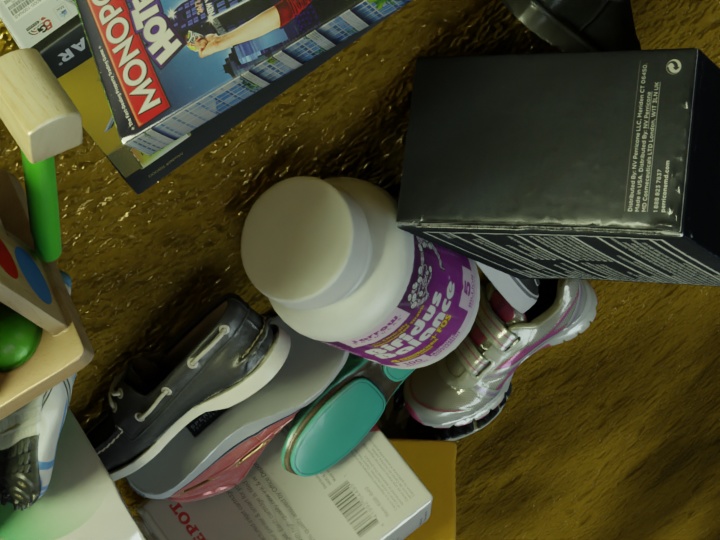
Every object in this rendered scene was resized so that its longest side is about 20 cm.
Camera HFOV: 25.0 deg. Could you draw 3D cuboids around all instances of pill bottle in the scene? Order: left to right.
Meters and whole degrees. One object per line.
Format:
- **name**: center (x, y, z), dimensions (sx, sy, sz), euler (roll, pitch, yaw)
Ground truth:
- **pill bottle**: center (0.000, 0.000, 1.117), dimensions (0.112, 0.113, 0.200), euler (-42, 155, 12)

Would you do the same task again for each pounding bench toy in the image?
- **pounding bench toy**: center (-0.198, -0.010, 0.804), dimensions (0.199, 0.125, 0.156), euler (-31, 156, 6)

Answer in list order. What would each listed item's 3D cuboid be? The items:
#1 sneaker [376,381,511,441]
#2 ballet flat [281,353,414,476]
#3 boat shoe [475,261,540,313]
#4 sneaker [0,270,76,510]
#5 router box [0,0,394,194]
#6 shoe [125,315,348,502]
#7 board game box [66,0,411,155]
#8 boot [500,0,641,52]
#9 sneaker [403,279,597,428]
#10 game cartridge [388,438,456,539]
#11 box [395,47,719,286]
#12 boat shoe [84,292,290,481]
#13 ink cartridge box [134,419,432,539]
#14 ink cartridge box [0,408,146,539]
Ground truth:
- **sneaker**: center (0.045, 0.140, 1.483), dimensions (0.199, 0.078, 0.086), euler (-28, 167, -3)
- **ballet flat**: center (0.001, 0.077, 1.287), dimensions (0.200, 0.070, 0.067), euler (-46, 135, -7)
- **boat shoe**: center (0.115, -0.029, 1.278), dimensions (0.066, 0.070, 0.200), euler (-37, 147, 5)
- **sneaker**: center (-0.211, 0.079, 1.026), dimensions (0.073, 0.071, 0.201), euler (-50, 165, -44)
- **router box**: center (-0.074, -0.145, 0.845), dimensions (0.199, 0.052, 0.157), euler (-36, 155, -2)
- **shoe**: center (-0.089, 0.106, 1.244), dimensions (0.199, 0.072, 0.091), euler (-38, 164, 0)
- **board game box**: center (-0.078, -0.154, 0.710), dimensions (0.199, 0.202, 0.062), euler (-28, 157, 17)
- **boot**: center (0.201, -0.222, 1.063), dimensions (0.200, 0.066, 0.164), euler (-49, 154, 16)
- **sneaker**: center (0.114, 0.053, 1.406), dimensions (0.200, 0.081, 0.088), euler (-41, 151, -7)
- **game cartridge**: center (-0.004, 0.245, 1.393), dimensions (0.174, 0.202, 0.032), euler (3, 170, -12)
- **box**: center (0.158, -0.065, 1.082), dimensions (0.197, 0.125, 0.199), euler (2, 171, 30)
- **boat shoe**: center (-0.140, 0.083, 1.140), dimensions (0.199, 0.074, 0.060), euler (-32, 118, 28)
- **ink cartridge box**: center (-0.062, 0.199, 1.315), dimensions (0.199, 0.146, 0.085), euler (-35, 163, -14)
- **ink cartridge box**: center (-0.219, 0.211, 1.092), dimensions (0.160, 0.201, 0.050), euler (-32, 160, -10)
